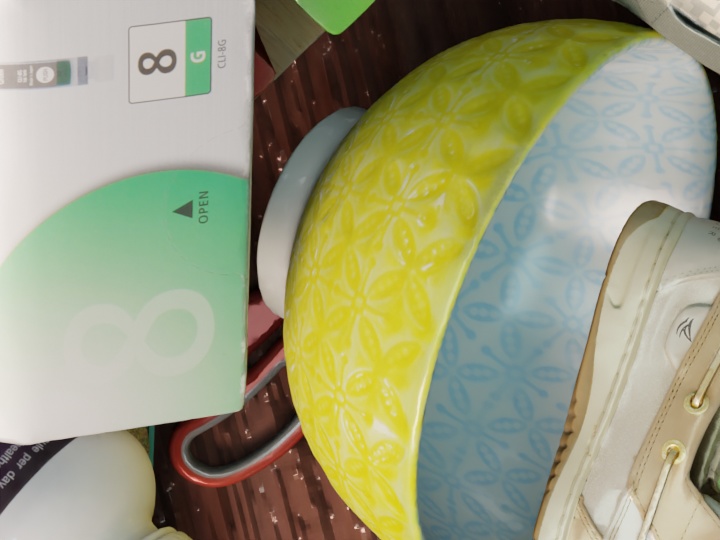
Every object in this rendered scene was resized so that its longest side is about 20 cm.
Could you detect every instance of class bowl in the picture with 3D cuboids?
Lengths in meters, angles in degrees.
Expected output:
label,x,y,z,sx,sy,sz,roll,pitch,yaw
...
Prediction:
label,x,y,z,sx,sy,sz,roll,pitch,yaw
bowl,0.029,-0.002,1.011,0.107,0.200,0.201,22,98,26

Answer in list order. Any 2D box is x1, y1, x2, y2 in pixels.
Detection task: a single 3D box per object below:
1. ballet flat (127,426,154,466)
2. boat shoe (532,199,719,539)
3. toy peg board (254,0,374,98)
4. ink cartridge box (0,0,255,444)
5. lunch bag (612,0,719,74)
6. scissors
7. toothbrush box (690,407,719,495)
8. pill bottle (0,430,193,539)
label,x,y,z,sx,sy,sz,roll,pitch,yaw
ballet flat,-0.107,0.130,1.069,0.070,0.071,0.201,-3,95,1
boat shoe,0.100,0.080,0.978,0.069,0.074,0.201,14,92,16
toy peg board,-0.107,-0.102,0.937,0.199,0.098,0.200,-43,111,8
ink cartridge box,-0.132,-0.019,0.887,0.199,0.050,0.161,-10,125,-18
lunch bag,0.192,-0.125,0.978,0.164,0.118,0.200,33,68,-4
scissors,0.000,0.000,1.083,0.200,0.014,0.073,-38,95,4
toothbrush box,0.190,0.073,1.054,0.146,0.086,0.200,38,96,-4
pill bottle,-0.149,0.073,0.988,0.200,0.112,0.113,34,97,14
